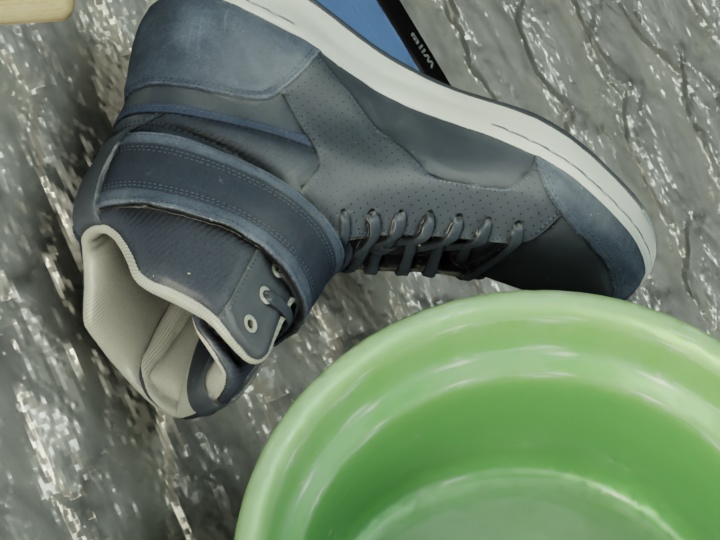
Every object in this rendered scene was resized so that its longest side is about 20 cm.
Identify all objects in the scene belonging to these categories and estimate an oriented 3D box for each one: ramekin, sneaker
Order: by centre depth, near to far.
[{"bbox_3d":[0.057,0.116,0.881,0.198,0.098,0.201,2,61,-4],"label":"ramekin"},{"bbox_3d":[-0.001,0.000,0.932,0.201,0.077,0.147,27,56,-14],"label":"sneaker"}]

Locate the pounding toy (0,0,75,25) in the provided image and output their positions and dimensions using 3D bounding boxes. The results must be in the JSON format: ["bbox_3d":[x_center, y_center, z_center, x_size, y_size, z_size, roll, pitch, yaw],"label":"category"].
[{"bbox_3d":[-0.204,-0.028,0.632,0.184,0.199,0.143,38,44,-31],"label":"pounding toy"}]

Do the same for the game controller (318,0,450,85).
[{"bbox_3d":[-0.021,-0.105,1.033,0.201,0.042,0.104,59,37,-9],"label":"game controller"}]
